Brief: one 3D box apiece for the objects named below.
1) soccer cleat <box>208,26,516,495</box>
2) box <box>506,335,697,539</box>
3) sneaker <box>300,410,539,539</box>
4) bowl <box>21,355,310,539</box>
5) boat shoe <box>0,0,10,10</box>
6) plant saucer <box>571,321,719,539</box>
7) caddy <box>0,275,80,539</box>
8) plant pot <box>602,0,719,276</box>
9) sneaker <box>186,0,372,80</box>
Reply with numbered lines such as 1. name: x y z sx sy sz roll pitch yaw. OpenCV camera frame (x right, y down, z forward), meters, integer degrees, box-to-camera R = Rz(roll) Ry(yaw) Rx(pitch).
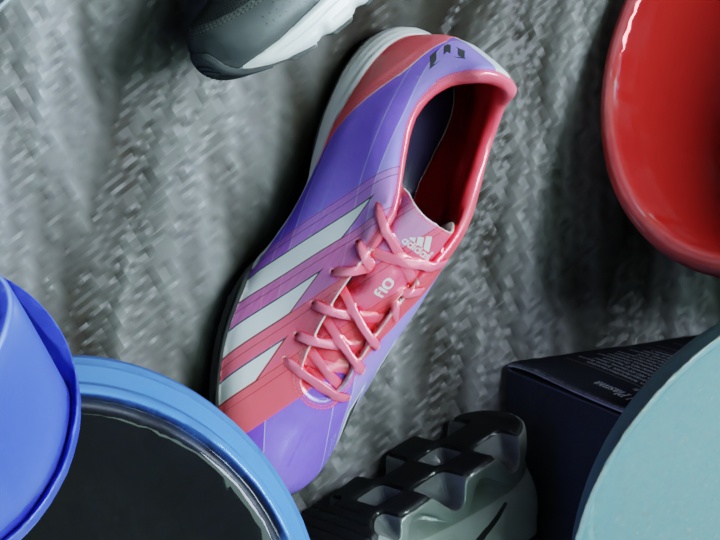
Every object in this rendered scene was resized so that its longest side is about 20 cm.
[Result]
1. soccer cleat: 0.000 0.000 0.934 0.068 0.073 0.201 25 87 -33
2. box: 0.163 0.136 1.048 0.181 0.104 0.202 -6 104 -31
3. sneaker: -0.002 0.140 0.964 0.199 0.074 0.089 -25 111 -25
4. bowl: -0.111 0.133 0.870 0.199 0.039 0.203 -1 95 -9
5. boat shoe: -0.195 -0.089 0.802 0.199 0.056 0.069 -20 111 -27
6. plant saucer: 0.161 0.082 0.928 0.198 0.036 0.201 -14 125 -20
7. caddy: -0.189 0.059 0.787 0.200 0.141 0.105 -38 147 -19
8. plant pot: 0.230 -0.065 0.998 0.177 0.200 0.202 25 87 -43
9. sneaker: -0.017 -0.162 0.896 0.085 0.074 0.201 42 69 -26
